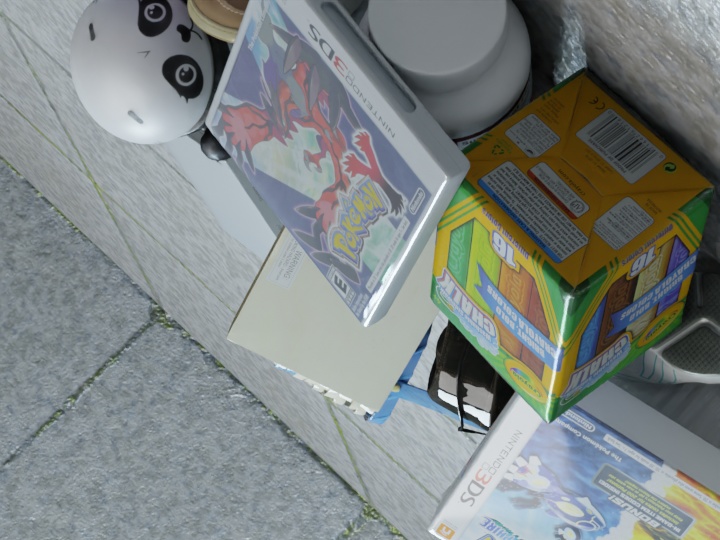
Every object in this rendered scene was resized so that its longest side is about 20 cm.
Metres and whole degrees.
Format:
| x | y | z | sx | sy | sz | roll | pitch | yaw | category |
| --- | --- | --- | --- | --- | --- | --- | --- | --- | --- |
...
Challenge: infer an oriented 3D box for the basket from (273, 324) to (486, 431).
| x | y | z | sx | sy | sz | roll | pitch | yaw | category |
| --- | --- | --- | --- | --- | --- | --- | --- | --- | --- |
| 0.036 | 0.034 | 1.816 | 0.198 | 0.177 | 0.140 | 16 | 132 | -8 | basket |

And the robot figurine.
| x | y | z | sx | sy | sz | roll | pitch | yaw | category |
| --- | --- | --- | --- | --- | --- | --- | --- | --- | --- |
| -0.127 | -0.167 | 1.695 | 0.149 | 0.200 | 0.126 | 24 | 119 | 24 | robot figurine |

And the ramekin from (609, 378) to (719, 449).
| x | y | z | sx | sy | sz | roll | pitch | yaw | category |
| --- | --- | --- | --- | --- | --- | --- | --- | --- | --- |
| 0.245 | 0.129 | 1.649 | 0.200 | 0.105 | 0.200 | 44 | 169 | 11 | ramekin |

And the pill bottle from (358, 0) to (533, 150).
| x | y | z | sx | sy | sz | roll | pitch | yaw | category |
| --- | --- | --- | --- | --- | --- | --- | --- | --- | --- |
| 0.054 | -0.120 | 1.453 | 0.113 | 0.113 | 0.200 | 42 | 168 | 19 | pill bottle |

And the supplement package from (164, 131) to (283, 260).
| x | y | z | sx | sy | sz | roll | pitch | yaw | category |
| --- | --- | --- | --- | --- | --- | --- | --- | --- | --- |
| -0.085 | -0.102 | 2.033 | 0.155 | 0.111 | 0.200 | 35 | 164 | 43 | supplement package |

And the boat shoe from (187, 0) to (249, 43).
| x | y | z | sx | sy | sz | roll | pitch | yaw | category |
| --- | --- | --- | --- | --- | --- | --- | --- | --- | --- |
| -0.086 | -0.217 | 1.603 | 0.200 | 0.071 | 0.065 | -114 | 33 | -57 | boat shoe |

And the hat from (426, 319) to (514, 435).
| x | y | z | sx | sy | sz | roll | pitch | yaw | category |
| --- | --- | --- | --- | --- | --- | --- | --- | --- | --- |
| 0.093 | 0.062 | 1.691 | 0.080 | 0.202 | 0.201 | 16 | 160 | 14 | hat |

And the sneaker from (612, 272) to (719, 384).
| x | y | z | sx | sy | sz | roll | pitch | yaw | category |
| --- | --- | --- | --- | --- | --- | --- | --- | --- | --- |
| 0.212 | 0.044 | 1.534 | 0.199 | 0.071 | 0.080 | 5 | 162 | 46 | sneaker |

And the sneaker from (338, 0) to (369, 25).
| x | y | z | sx | sy | sz | roll | pitch | yaw | category |
| --- | --- | --- | --- | --- | --- | --- | --- | --- | --- |
| -0.009 | -0.174 | 1.484 | 0.076 | 0.080 | 0.201 | 49 | 132 | 27 | sneaker |

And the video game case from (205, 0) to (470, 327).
| x | y | z | sx | sy | sz | roll | pitch | yaw | category |
| --- | --- | --- | --- | --- | --- | --- | --- | --- | --- |
| -0.020 | -0.080 | 1.432 | 0.183 | 0.023 | 0.200 | 52 | 151 | 14 | video game case |

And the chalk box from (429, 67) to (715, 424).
| x | y | z | sx | sy | sz | roll | pitch | yaw | category |
| --- | --- | --- | --- | --- | --- | --- | --- | --- | --- |
| 0.128 | -0.002 | 1.442 | 0.125 | 0.124 | 0.201 | 45 | 155 | 25 | chalk box |

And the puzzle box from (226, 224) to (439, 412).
| x | y | z | sx | sy | sz | roll | pitch | yaw | category |
| --- | --- | --- | --- | --- | --- | --- | --- | --- | --- |
| 0.000 | 0.000 | 1.685 | 0.132 | 0.201 | 0.025 | 27 | -149 | -6 | puzzle box |

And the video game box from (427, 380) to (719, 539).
| x | y | z | sx | sy | sz | roll | pitch | yaw | category |
| --- | --- | --- | --- | --- | --- | --- | --- | --- | --- |
| 0.168 | 0.168 | 1.568 | 0.199 | 0.047 | 0.183 | 32 | 135 | 2 | video game box |
